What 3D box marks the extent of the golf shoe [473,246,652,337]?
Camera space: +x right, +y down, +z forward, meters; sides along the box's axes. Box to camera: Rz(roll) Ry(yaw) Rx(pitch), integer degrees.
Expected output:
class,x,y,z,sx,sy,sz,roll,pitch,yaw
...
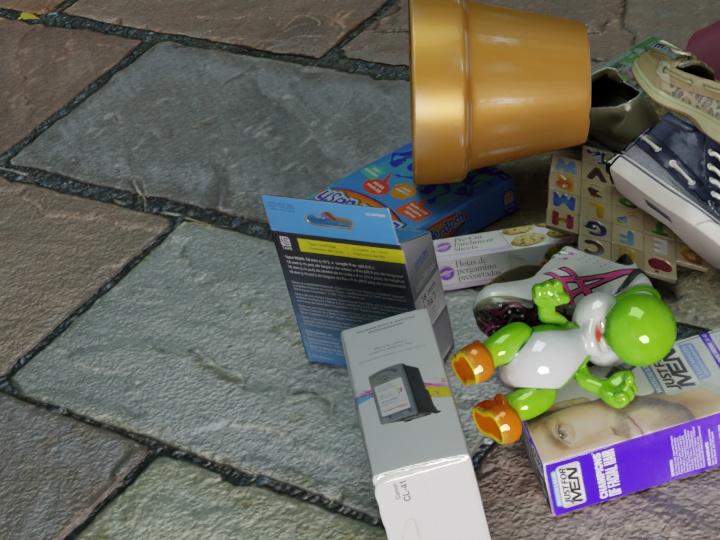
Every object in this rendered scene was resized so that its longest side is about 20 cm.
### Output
class,x,y,z,sx,sy,sz,roll,pitch,yaw
golf shoe,0.181,0.024,1.571,0.198,0.073,0.093,2,56,-31

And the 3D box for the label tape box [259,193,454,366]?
class,x,y,z,sx,sy,sz,roll,pitch,yaw
label tape box,0.000,0.000,1.625,0.143,0.201,0.063,8,40,29

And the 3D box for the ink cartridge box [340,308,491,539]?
class,x,y,z,sx,sy,sz,roll,pitch,yaw
ink cartridge box,0.049,0.152,1.440,0.085,0.149,0.201,-16,35,0

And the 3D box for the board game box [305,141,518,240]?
class,x,y,z,sx,sy,sz,roll,pitch,yaw
board game box,0.045,-0.067,1.841,0.199,0.045,0.152,-30,37,-20

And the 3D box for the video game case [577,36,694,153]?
class,x,y,z,sx,sy,sz,roll,pitch,yaw
video game case,0.317,-0.191,1.934,0.199,0.022,0.182,-30,38,-22

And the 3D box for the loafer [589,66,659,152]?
class,x,y,z,sx,sy,sz,roll,pitch,yaw
loafer,0.256,-0.190,1.878,0.075,0.069,0.199,-33,38,-23

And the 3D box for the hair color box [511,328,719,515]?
class,x,y,z,sx,sy,sz,roll,pitch,yaw
hair color box,0.240,0.128,1.478,0.198,0.065,0.110,-18,34,-2

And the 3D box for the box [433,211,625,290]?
class,x,y,z,sx,sy,sz,roll,pitch,yaw
box,0.170,-0.019,1.732,0.198,0.039,0.042,-8,34,9

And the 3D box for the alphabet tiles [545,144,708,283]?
class,x,y,z,sx,sy,sz,roll,pitch,yaw
alphabet tiles,0.267,-0.060,1.718,0.165,0.006,0.201,16,36,-2

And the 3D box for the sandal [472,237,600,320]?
class,x,y,z,sx,sy,sz,roll,pitch,yaw
sandal,0.182,0.027,1.642,0.199,0.081,0.054,-25,-10,-39

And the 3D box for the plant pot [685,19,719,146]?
class,x,y,z,sx,sy,sz,roll,pitch,yaw
plant pot,0.442,-0.205,1.777,0.178,0.201,0.201,-11,31,33

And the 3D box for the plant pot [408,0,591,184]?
class,x,y,z,sx,sy,sz,roll,pitch,yaw
plant pot,0.142,-0.193,1.782,0.181,0.202,0.201,-2,35,1

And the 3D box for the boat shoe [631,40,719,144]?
class,x,y,z,sx,sy,sz,roll,pitch,yaw
boat shoe,0.344,-0.180,1.703,0.073,0.063,0.200,3,27,-34

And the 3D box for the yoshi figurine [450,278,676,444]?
class,x,y,z,sx,sy,sz,roll,pitch,yaw
yoshi figurine,0.185,0.066,1.449,0.199,0.113,0.112,-25,49,-18

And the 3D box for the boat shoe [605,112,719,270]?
class,x,y,z,sx,sy,sz,roll,pitch,yaw
boat shoe,0.336,-0.077,1.670,0.093,0.075,0.200,-44,59,-6
